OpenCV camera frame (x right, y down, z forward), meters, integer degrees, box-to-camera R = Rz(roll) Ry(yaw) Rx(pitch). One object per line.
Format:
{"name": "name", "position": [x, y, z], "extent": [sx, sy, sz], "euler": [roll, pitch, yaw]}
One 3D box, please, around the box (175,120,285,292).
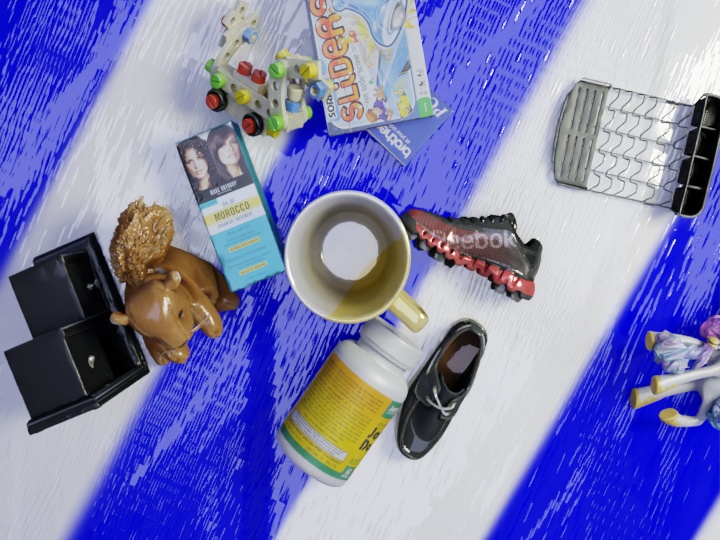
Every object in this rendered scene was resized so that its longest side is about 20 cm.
{"name": "box", "position": [-0.163, -0.082, 1.118], "extent": [0.081, 0.049, 0.203], "euler": [-21, 93, 2]}

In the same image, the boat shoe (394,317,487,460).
{"name": "boat shoe", "position": [0.102, 0.156, 1.122], "extent": [0.071, 0.068, 0.202], "euler": [28, 95, -3]}

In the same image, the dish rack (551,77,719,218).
{"name": "dish rack", "position": [0.348, -0.160, 1.103], "extent": [0.196, 0.055, 0.157], "euler": [12, 93, 0]}

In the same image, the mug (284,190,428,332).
{"name": "mug", "position": [-0.009, -0.003, 1.069], "extent": [0.147, 0.153, 0.190], "euler": [-16, 94, 2]}

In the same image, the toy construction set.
{"name": "toy construction set", "position": [-0.124, -0.242, 1.062], "extent": [0.200, 0.091, 0.133], "euler": [45, 130, 30]}

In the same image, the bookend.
{"name": "bookend", "position": [-0.360, 0.067, 1.056], "extent": [0.091, 0.199, 0.203], "euler": [-21, 93, 4]}

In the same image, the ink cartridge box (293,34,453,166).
{"name": "ink cartridge box", "position": [0.015, -0.236, 1.107], "extent": [0.200, 0.044, 0.094], "euler": [44, 95, -2]}

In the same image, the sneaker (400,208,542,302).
{"name": "sneaker", "position": [0.146, -0.041, 1.106], "extent": [0.198, 0.071, 0.099], "euler": [26, 94, -3]}

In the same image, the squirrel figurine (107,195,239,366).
{"name": "squirrel figurine", "position": [-0.254, 0.019, 1.057], "extent": [0.140, 0.187, 0.202], "euler": [-29, 93, 3]}

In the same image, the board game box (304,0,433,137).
{"name": "board game box", "position": [0.008, -0.278, 1.063], "extent": [0.133, 0.034, 0.204], "euler": [-11, 95, 4]}

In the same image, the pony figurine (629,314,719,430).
{"name": "pony figurine", "position": [0.456, 0.118, 1.087], "extent": [0.196, 0.168, 0.196], "euler": [-1, 126, -2]}

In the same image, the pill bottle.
{"name": "pill bottle", "position": [-0.010, 0.161, 1.100], "extent": [0.112, 0.113, 0.201], "euler": [35, 93, -2]}
